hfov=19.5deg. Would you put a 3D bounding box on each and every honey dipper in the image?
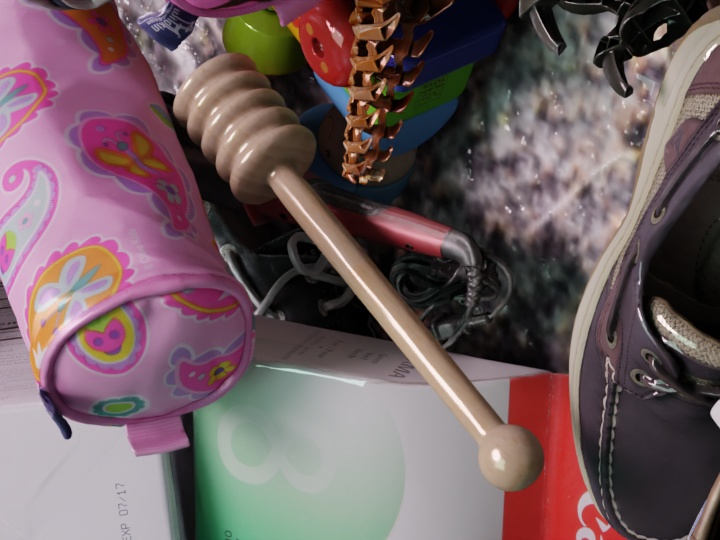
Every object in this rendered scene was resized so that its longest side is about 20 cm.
[{"bbox_3d":[0.000,0.000,0.742,0.200,0.038,0.038,51,136,27],"label":"honey dipper"}]

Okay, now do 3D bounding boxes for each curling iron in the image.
[{"bbox_3d":[-0.030,-0.019,0.802,0.199,0.026,0.050,22,118,28],"label":"curling iron"}]

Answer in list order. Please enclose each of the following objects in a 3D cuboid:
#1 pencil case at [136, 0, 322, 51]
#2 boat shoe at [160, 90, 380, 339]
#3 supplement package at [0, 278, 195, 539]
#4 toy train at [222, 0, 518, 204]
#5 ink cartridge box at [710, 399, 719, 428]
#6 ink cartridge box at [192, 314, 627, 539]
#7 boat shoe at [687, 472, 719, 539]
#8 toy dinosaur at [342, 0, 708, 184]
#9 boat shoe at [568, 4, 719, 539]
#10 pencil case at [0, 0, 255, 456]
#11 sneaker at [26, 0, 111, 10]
[{"bbox_3d":[-0.064,-0.180,0.702,0.090,0.094,0.201,-26,70,14],"label":"pencil case"},{"bbox_3d":[-0.030,0.009,0.860,0.199,0.073,0.068,48,115,17],"label":"boat shoe"},{"bbox_3d":[-0.123,0.077,0.879,0.200,0.109,0.115,-90,-5,-76],"label":"supplement package"},{"bbox_3d":[-0.031,-0.126,0.812,0.200,0.084,0.116,53,150,22],"label":"toy train"},{"bbox_3d":[0.216,0.069,0.595,0.201,0.083,0.144,56,137,19],"label":"ink cartridge box"},{"bbox_3d":[0.033,0.111,0.789,0.199,0.050,0.162,11,114,23],"label":"ink cartridge box"},{"bbox_3d":[0.141,0.045,0.550,0.072,0.072,0.201,44,132,29],"label":"boat shoe"},{"bbox_3d":[0.051,-0.124,0.695,0.135,0.102,0.201,32,120,38],"label":"toy dinosaur"},{"bbox_3d":[0.113,0.013,0.689,0.071,0.065,0.201,12,117,-2],"label":"boat shoe"},{"bbox_3d":[-0.103,-0.029,0.777,0.201,0.087,0.088,62,142,38],"label":"pencil case"},{"bbox_3d":[-0.110,-0.176,0.806,0.077,0.202,0.147,-29,94,21],"label":"sneaker"}]
